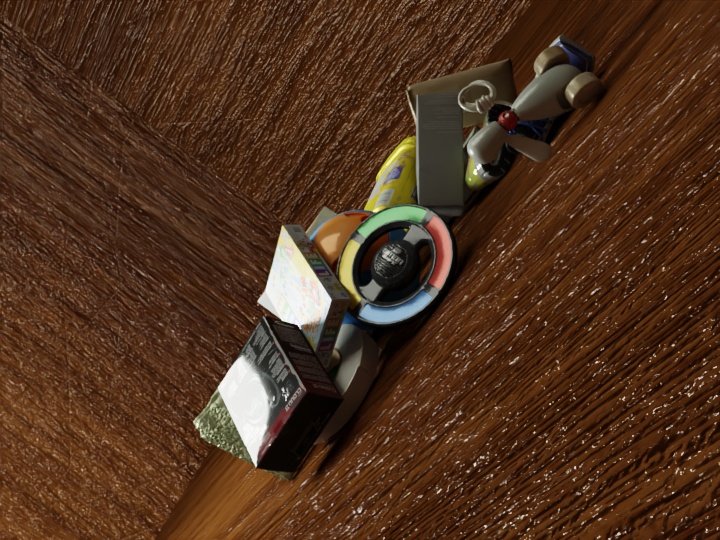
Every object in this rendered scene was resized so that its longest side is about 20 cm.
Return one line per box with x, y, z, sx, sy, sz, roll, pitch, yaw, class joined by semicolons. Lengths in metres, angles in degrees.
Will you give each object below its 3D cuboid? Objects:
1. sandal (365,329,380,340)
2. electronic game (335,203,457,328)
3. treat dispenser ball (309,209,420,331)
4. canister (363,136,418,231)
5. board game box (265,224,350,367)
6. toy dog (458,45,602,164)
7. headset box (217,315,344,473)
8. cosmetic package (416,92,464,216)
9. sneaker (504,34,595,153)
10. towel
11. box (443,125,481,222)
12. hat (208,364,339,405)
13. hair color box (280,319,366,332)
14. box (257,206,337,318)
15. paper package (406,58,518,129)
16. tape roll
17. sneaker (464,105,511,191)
0.050;0.056;1.698;0.075;0.045;0.201;124;165;-60;sandal
0.052;-0.008;1.407;0.201;0.200;0.042;-55;-38;-4;electronic game
0.000;0.000;1.567;0.201;0.200;0.201;-54;5;7;treat dispenser ball
0.066;-0.134;1.757;0.149;0.086;0.201;-47;15;48;canister
-0.087;0.038;1.486;0.200;0.034;0.135;54;136;45;board game box
0.245;-0.220;1.317;0.199;0.096;0.133;-22;60;22;toy dog
-0.119;0.190;1.402;0.149;0.077;0.200;-57;42;18;headset box
0.139;-0.199;1.642;0.107;0.089;0.202;46;-139;-84;cosmetic package
0.271;-0.238;1.394;0.116;0.080;0.200;-63;2;-39;sneaker
-0.165;0.249;1.563;0.149;0.199;0.037;-57;-22;-21;towel
0.179;-0.167;1.760;0.200;0.068;0.082;-51;7;30;box
-0.123;0.177;1.660;0.166;0.176;0.200;-53;5;34;hat
-0.073;0.112;1.657;0.101;0.062;0.200;-31;-17;26;hair color box
-0.098;-0.006;1.854;0.201;0.097;0.124;-58;6;-35;box
0.200;-0.326;1.799;0.199;0.104;0.191;-14;8;9;paper package
-0.053;0.177;1.473;0.203;0.037;0.203;-41;27;25;tape roll
0.224;-0.214;1.619;0.200;0.078;0.090;-59;5;-38;sneaker
